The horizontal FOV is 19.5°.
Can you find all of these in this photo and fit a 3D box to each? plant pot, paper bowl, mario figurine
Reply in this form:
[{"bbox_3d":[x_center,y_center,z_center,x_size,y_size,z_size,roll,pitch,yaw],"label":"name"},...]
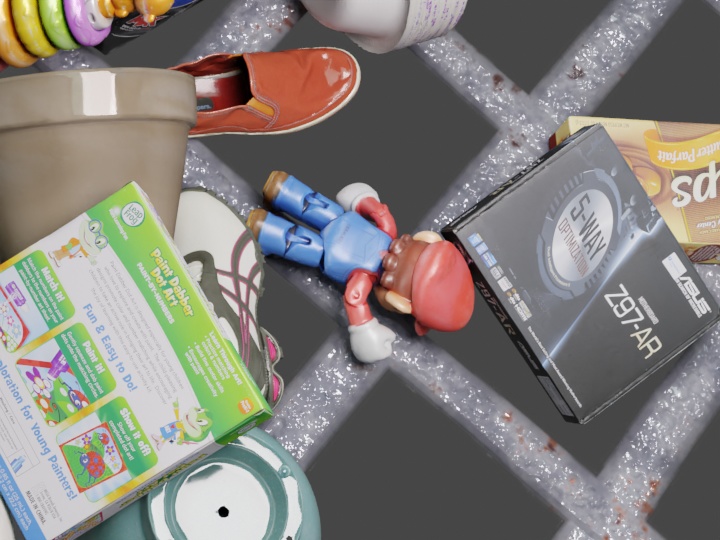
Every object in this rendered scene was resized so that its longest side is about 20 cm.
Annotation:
[{"bbox_3d":[-0.219,-0.058,1.639,0.199,0.200,0.175,-5,86,-19],"label":"plant pot"},{"bbox_3d":[0.001,-0.282,1.772,0.104,0.201,0.201,-20,77,-23],"label":"paper bowl"},{"bbox_3d":[0.000,0.000,1.748,0.199,0.106,0.124,26,100,5],"label":"mario figurine"},{"bbox_3d":[-0.115,0.194,1.591,0.199,0.134,0.201,6,68,-15],"label":"plant pot"}]

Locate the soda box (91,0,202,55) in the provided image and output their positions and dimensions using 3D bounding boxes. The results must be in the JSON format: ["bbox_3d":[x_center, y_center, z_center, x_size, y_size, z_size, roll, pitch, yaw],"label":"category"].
[{"bbox_3d":[-0.151,-0.259,1.742,0.199,0.063,0.071,-28,77,9],"label":"soda box"}]

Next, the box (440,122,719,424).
[{"bbox_3d":[0.187,0.003,1.763,0.160,0.044,0.200,-35,97,-11],"label":"box"}]

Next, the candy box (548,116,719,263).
[{"bbox_3d":[0.272,-0.069,1.854,0.199,0.055,0.116,2,70,-16],"label":"candy box"}]

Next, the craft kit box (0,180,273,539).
[{"bbox_3d":[-0.196,0.070,1.524,0.197,0.049,0.201,-32,76,4],"label":"craft kit box"}]

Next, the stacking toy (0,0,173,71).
[{"bbox_3d":[-0.238,-0.215,1.677,0.199,0.110,0.117,-2,71,18],"label":"stacking toy"}]

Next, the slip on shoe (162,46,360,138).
[{"bbox_3d":[-0.089,-0.154,1.774,0.199,0.061,0.074,-10,71,-22],"label":"slip on shoe"}]

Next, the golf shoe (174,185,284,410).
[{"bbox_3d":[-0.118,0.020,1.671,0.077,0.088,0.201,-26,72,21],"label":"golf shoe"}]

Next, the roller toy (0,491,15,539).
[{"bbox_3d":[-0.343,0.210,1.510,0.181,0.140,0.201,1,70,-16],"label":"roller toy"}]
